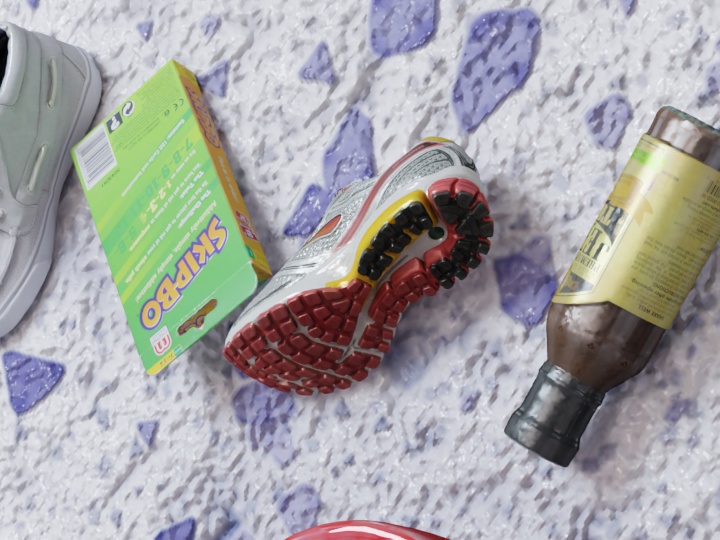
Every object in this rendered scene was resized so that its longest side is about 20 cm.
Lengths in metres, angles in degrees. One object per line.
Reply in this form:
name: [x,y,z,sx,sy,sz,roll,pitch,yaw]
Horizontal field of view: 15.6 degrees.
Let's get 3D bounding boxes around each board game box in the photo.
board game box: [-0.117,-0.031,1.614,0.096,0.030,0.200,-40,45,20]

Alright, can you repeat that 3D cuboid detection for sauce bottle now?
sauce bottle: [0.142,0.010,1.414,0.065,0.065,0.200,31,93,37]

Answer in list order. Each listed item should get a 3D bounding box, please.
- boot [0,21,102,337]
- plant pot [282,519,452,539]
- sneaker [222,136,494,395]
boot: [-0.239,-0.060,1.684,0.073,0.096,0.200,14,85,37]
plant pot: [0.035,0.239,1.348,0.200,0.182,0.201,-10,71,32]
sneaker: [0.000,0.000,1.524,0.200,0.078,0.082,-38,31,25]
